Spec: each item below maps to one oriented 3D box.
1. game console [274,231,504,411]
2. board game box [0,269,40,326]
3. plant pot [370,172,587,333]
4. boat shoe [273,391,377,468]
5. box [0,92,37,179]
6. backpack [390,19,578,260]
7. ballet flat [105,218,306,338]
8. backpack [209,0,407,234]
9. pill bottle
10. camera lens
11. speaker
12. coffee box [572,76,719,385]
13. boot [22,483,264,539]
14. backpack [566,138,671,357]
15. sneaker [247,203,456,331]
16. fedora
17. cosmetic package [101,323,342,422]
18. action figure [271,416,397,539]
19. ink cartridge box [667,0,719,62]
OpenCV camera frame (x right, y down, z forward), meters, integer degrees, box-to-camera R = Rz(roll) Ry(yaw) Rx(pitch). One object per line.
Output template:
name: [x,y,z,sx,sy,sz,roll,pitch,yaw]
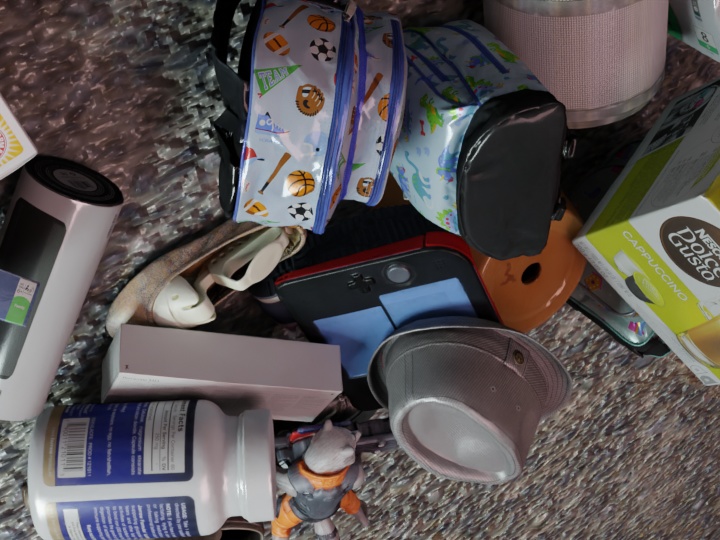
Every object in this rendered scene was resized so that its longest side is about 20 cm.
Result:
game console: [0.039,0.053,1.038,0.176,0.031,0.201,-16,133,15]
board game box: [-0.339,-0.014,0.782,0.199,0.135,0.035,26,79,-45]
plant pot: [0.125,-0.030,1.111,0.199,0.140,0.201,-20,131,-25]
boat shoe: [-0.046,0.134,1.148,0.200,0.072,0.071,-43,140,0]
box: [-0.309,-0.142,0.727,0.101,0.112,0.201,-35,131,-11]
backpack: [0.081,-0.126,0.964,0.152,0.201,0.164,-6,136,-6]
ballet flat: [-0.131,0.005,0.999,0.200,0.067,0.068,-38,135,-7]
backpack: [-0.043,-0.119,0.873,0.153,0.191,0.201,7,122,3]
pill bottle: [-0.172,0.170,0.982,0.198,0.116,0.116,-2,126,-2]
camera lens: [0.185,-0.236,0.993,0.159,0.160,0.201,-26,132,-19]
speaker: [-0.257,0.017,0.906,0.081,0.081,0.201,10,114,-40]
coffee box: [0.352,-0.045,1.018,0.200,0.198,0.200,44,68,-10]
boot: [-0.191,0.222,1.051,0.199,0.146,0.071,-15,131,-26]
backpack: [0.294,-0.036,1.203,0.200,0.176,0.153,-51,147,2]
sneaker: [0.000,0.000,1.059,0.199,0.071,0.082,-16,138,13]
fedora: [0.096,0.129,1.031,0.176,0.091,0.200,-23,131,30]
cosmetic package: [-0.123,0.092,1.020,0.198,0.051,0.083,7,153,-22]
action figure: [-0.015,0.209,1.119,0.198,0.105,0.194,-11,141,-10]
ink cartridge box: [0.270,-0.287,1.018,0.050,0.161,0.200,-41,133,0]
